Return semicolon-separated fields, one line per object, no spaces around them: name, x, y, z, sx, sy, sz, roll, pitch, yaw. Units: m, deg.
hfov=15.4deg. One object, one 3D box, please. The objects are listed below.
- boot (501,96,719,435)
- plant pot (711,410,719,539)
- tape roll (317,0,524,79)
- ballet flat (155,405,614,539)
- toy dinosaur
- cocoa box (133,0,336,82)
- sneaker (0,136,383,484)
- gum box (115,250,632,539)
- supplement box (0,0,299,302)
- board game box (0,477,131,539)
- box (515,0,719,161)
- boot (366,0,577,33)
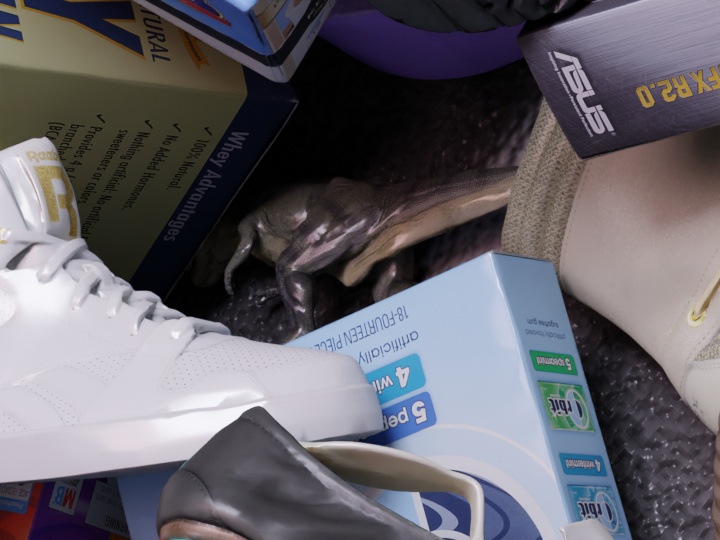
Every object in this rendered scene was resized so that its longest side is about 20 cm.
boot;0.140;-0.052;0.854;0.155;0.072;0.201;41;102;44
plant pot;0.165;0.026;0.703;0.200;0.201;0.093;-30;95;27
tape roll;0.032;-0.176;0.999;0.199;0.066;0.201;-18;61;34
ballet flat;0.037;0.096;0.781;0.199;0.068;0.069;27;60;3
toy dinosaur;0.000;0.000;0.967;0.199;0.047;0.089;-7;61;34
cocoa box;-0.033;-0.185;0.852;0.133;0.131;0.201;31;87;4
sneaker;-0.091;0.011;0.870;0.199;0.074;0.116;-4;84;19
gum box;0.011;0.118;0.874;0.169;0.044;0.201;-24;73;30
supplement box;-0.165;-0.060;0.985;0.200;0.199;0.135;-53;44;40
board game box;-0.138;0.169;0.967;0.103;0.105;0.201;5;76;40
box;0.151;-0.124;0.821;0.158;0.048;0.200;-14;31;33
boot;0.072;-0.156;0.828;0.198;0.074;0.163;-32;21;3
